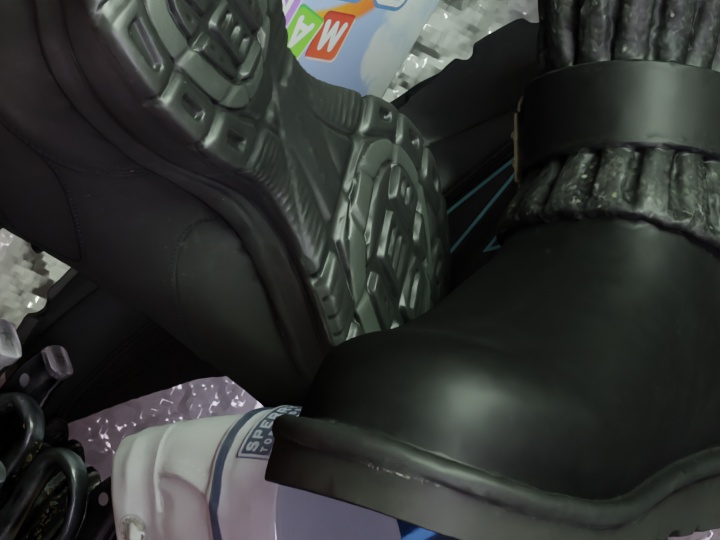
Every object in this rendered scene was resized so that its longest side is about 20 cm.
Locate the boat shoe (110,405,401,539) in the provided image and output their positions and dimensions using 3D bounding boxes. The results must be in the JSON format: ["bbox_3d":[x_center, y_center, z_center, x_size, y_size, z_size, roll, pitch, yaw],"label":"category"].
[{"bbox_3d":[-0.015,0.128,0.747,0.074,0.065,0.201,-28,111,-56],"label":"boat shoe"}]

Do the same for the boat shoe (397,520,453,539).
[{"bbox_3d":[0.000,0.099,0.866,0.199,0.084,0.069,-19,120,-18],"label":"boat shoe"}]

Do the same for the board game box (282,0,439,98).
[{"bbox_3d":[0.008,-0.149,0.764,0.201,0.037,0.151,-59,151,6],"label":"board game box"}]

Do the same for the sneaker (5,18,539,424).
[{"bbox_3d":[0.000,0.000,0.805,0.199,0.075,0.080,-27,84,-1],"label":"sneaker"}]

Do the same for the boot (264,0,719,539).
[{"bbox_3d":[0.053,-0.018,0.706,0.211,0.079,0.159,-3,104,-63],"label":"boot"}]

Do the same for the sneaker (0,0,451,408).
[{"bbox_3d":[-0.042,-0.021,0.722,0.200,0.090,0.076,56,40,-41],"label":"sneaker"}]

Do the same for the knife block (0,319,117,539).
[{"bbox_3d":[-0.147,0.101,0.758,0.199,0.064,0.176,-27,145,-16],"label":"knife block"}]
